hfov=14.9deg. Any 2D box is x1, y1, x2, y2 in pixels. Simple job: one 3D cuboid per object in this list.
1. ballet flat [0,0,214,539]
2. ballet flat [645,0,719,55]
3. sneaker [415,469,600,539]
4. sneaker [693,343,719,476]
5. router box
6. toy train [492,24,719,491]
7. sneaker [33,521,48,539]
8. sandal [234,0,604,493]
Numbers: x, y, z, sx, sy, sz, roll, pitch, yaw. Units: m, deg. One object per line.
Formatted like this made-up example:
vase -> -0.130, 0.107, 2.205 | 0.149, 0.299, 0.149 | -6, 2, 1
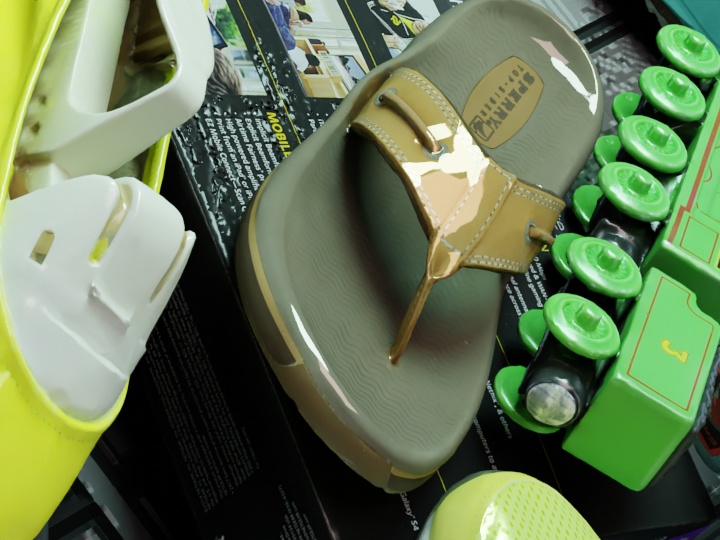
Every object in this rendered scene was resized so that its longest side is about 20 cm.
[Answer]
ballet flat -> -0.069, -0.020, 0.657 | 0.067, 0.067, 0.200 | 47, 37, -40
ballet flat -> 0.086, -0.152, 0.931 | 0.072, 0.072, 0.200 | -40, 99, -43
sneaker -> 0.078, 0.117, 0.641 | 0.078, 0.090, 0.200 | 7, 43, -40
sneaker -> 0.130, 0.055, 0.762 | 0.095, 0.079, 0.200 | 14, 6, 12
router box -> 0.000, 0.000, 0.775 | 0.149, 0.051, 0.200 | -1, 60, -43
toy train -> 0.087, -0.008, 0.783 | 0.056, 0.042, 0.200 | 31, 35, -1
sneaker -> -0.106, 0.008, 0.718 | 0.082, 0.077, 0.200 | 28, 50, -40
sandal -> 0.027, -0.023, 0.732 | 0.080, 0.054, 0.200 | 44, 40, -8
